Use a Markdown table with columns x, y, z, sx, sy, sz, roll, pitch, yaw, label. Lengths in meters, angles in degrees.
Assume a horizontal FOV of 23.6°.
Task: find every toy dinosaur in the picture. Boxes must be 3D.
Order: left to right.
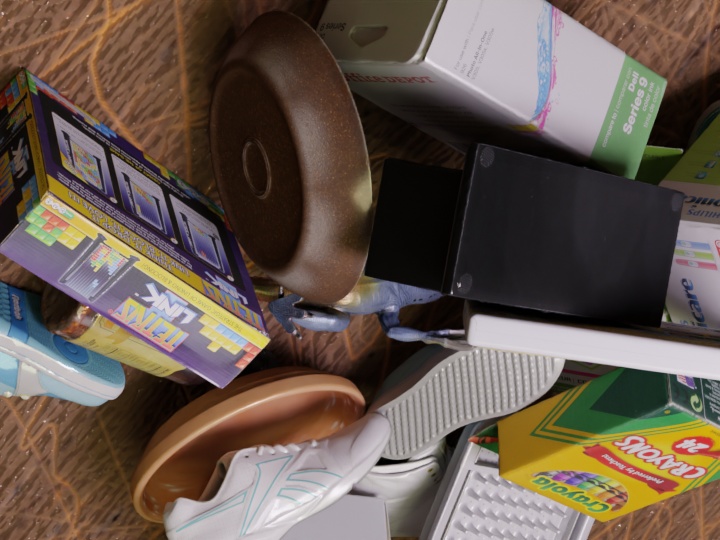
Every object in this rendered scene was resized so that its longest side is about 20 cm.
| x | y | z | sx | sy | sz | roll | pitch | yaw | label |
| --- | --- | --- | --- | --- | --- | --- | --- | --- | --- |
| 0.000 | 0.000 | 1.306 | 0.181 | 0.199 | 0.106 | 3 | 91 | -62 | toy dinosaur |

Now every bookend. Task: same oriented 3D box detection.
| x | y | z | sx | sy | sz | roll | pitch | yaw | label |
| --- | --- | --- | --- | --- | --- | --- | --- | --- | --- |
| 0.069 | -0.031 | 1.124 | 0.198 | 0.199 | 0.093 | 9 | 92 | -41 | bookend |

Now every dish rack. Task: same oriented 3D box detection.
| x | y | z | sx | sy | sz | roll | pitch | yaw | label |
| --- | --- | --- | --- | --- | --- | --- | --- | --- | --- |
| 0.116 | 0.211 | 1.426 | 0.171 | 0.043 | 0.201 | 16 | 98 | -39 | dish rack |

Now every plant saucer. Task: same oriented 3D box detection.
| x | y | z | sx | sy | sz | roll | pitch | yaw | label |
| --- | --- | --- | --- | --- | --- | --- | --- | --- | --- |
| -0.092 | 0.134 | 1.362 | 0.199 | 0.038 | 0.200 | -22 | 154 | -11 | plant saucer |
| -0.056 | -0.072 | 1.156 | 0.036 | 0.200 | 0.201 | -15 | 130 | -28 | plant saucer |

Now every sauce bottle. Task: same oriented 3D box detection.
| x | y | z | sx | sy | sz | roll | pitch | yaw | label |
| --- | --- | --- | --- | --- | --- | --- | --- | --- | --- |
| -0.147 | 0.048 | 1.306 | 0.199 | 0.066 | 0.066 | 24 | 116 | -41 | sauce bottle |

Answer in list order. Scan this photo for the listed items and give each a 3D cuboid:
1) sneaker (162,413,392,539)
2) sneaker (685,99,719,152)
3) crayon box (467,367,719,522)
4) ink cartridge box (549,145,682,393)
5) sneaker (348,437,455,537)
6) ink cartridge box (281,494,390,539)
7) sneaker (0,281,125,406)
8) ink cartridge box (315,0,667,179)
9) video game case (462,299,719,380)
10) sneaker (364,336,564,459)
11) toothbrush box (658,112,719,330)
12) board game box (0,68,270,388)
| x | y | z | sx | sy | sz | roll | pitch | yaw | label |
| --- | --- | --- | --- | --- | --- | --- | --- | --- | --- |
| -0.061 | 0.159 | 1.306 | 0.200 | 0.080 | 0.070 | -34 | 176 | -23 | sneaker |
| 0.302 | -0.040 | 1.365 | 0.071 | 0.080 | 0.201 | -13 | 127 | -8 | sneaker |
| 0.195 | 0.134 | 1.309 | 0.127 | 0.051 | 0.200 | 25 | 141 | -35 | crayon box |
| 0.175 | 0.000 | 1.316 | 0.147 | 0.076 | 0.201 | 9 | 133 | 27 | ink cartridge box |
| 0.077 | 0.173 | 1.446 | 0.199 | 0.074 | 0.116 | -4 | 143 | -13 | sneaker |
| -0.078 | 0.260 | 1.430 | 0.145 | 0.084 | 0.200 | 10 | 144 | -21 | ink cartridge box |
| -0.285 | 0.077 | 1.279 | 0.199 | 0.080 | 0.131 | 28 | 112 | -21 | sneaker |
| 0.085 | -0.136 | 1.172 | 0.199 | 0.145 | 0.088 | 24 | 83 | -33 | ink cartridge box |
| 0.167 | 0.045 | 1.128 | 0.199 | 0.182 | 0.023 | 8 | 93 | 2 | video game case |
| 0.080 | 0.075 | 1.351 | 0.199 | 0.082 | 0.074 | -28 | 117 | 34 | sneaker |
| 0.304 | -0.040 | 1.266 | 0.200 | 0.086 | 0.146 | -44 | 125 | -29 | toothbrush box |
| -0.164 | -0.028 | 1.180 | 0.057 | 0.166 | 0.200 | -43 | 125 | 16 | board game box |
